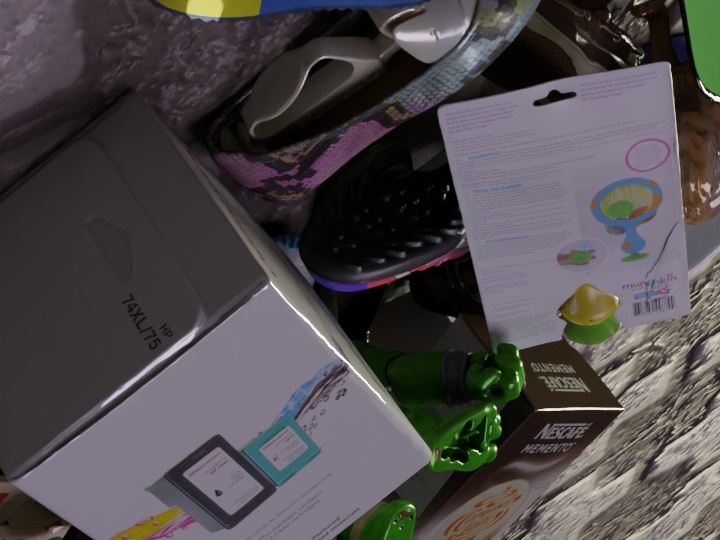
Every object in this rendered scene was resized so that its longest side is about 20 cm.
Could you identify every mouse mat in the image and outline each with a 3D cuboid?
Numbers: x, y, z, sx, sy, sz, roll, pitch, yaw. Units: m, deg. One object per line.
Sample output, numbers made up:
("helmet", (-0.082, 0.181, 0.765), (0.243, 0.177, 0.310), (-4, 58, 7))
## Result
("mouse mat", (0.207, -0.157, 0.950), (0.008, 0.161, 0.200), (-14, 167, 31))

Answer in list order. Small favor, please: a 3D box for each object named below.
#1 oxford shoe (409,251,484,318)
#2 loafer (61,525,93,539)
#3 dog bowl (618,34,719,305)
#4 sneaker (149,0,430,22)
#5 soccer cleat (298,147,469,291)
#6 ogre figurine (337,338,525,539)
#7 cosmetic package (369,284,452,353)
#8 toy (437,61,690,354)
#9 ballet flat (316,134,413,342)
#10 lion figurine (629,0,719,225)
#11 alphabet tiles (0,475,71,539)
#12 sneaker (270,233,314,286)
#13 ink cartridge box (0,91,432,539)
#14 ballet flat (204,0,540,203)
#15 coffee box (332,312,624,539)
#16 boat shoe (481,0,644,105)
("oxford shoe", (0.089, 0.002, 1.063), (0.084, 0.073, 0.200), (-20, 177, -24))
("loafer", (-0.155, 0.197, 1.009), (0.073, 0.071, 0.200), (-55, -172, 28))
("dog bowl", (0.194, -0.060, 1.161), (0.200, 0.079, 0.200), (-31, 154, -17))
("sneaker", (-0.008, -0.160, 0.746), (0.200, 0.066, 0.079), (-15, 142, -40))
("soccer cleat", (0.037, -0.026, 0.960), (0.200, 0.068, 0.073), (-35, 152, -43))
("ogre figurine", (-0.005, 0.105, 0.959), (0.200, 0.120, 0.098), (-61, 143, -9))
("cosmetic package", (-0.021, 0.107, 1.148), (0.200, 0.085, 0.108), (-28, 153, -22))
("toy", (0.111, -0.039, 0.921), (0.115, 0.047, 0.200), (-11, 136, 5))
("ballet flat", (0.000, 0.000, 1.038), (0.067, 0.046, 0.200), (-20, 146, -31))
("lion figurine", (0.207, -0.106, 0.997), (0.072, 0.123, 0.200), (-10, -168, 36))
("alphabet tiles", (-0.208, 0.170, 1.088), (0.200, 0.015, 0.195), (-47, 154, 17))
("sneaker", (-0.071, 0.068, 1.016), (0.076, 0.081, 0.200), (-3, 129, -49))
("ink cartridge box", (-0.090, 0.047, 0.846), (0.146, 0.147, 0.200), (-38, 142, 1))
("ballet flat", (0.005, -0.105, 0.843), (0.200, 0.069, 0.071), (-36, 153, 19))
("coffee box", (0.052, 0.125, 1.082), (0.200, 0.080, 0.114), (-50, 151, 23))
("boat shoe", (0.105, -0.135, 0.954), (0.202, 0.075, 0.075), (31, 75, -61))
